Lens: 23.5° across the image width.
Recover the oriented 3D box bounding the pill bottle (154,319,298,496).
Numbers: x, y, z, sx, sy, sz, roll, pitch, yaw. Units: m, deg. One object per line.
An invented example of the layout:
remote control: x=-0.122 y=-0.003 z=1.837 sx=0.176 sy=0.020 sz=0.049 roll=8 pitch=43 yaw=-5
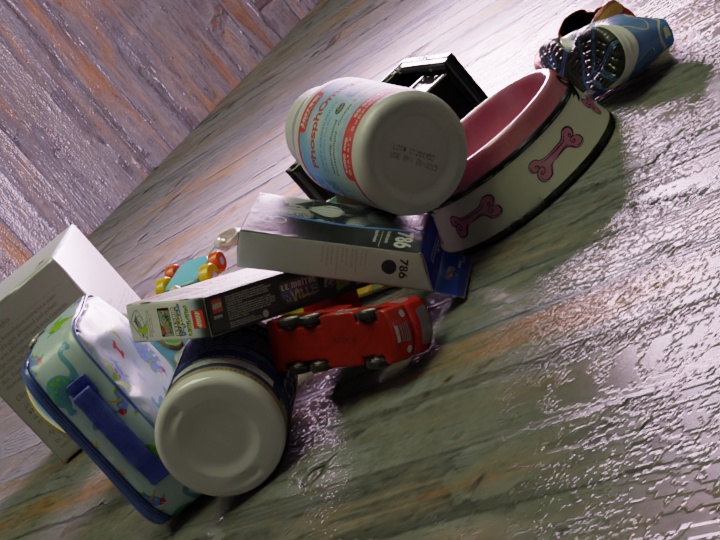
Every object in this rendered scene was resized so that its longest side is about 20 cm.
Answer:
pill bottle: x=-0.112 y=0.106 z=1.519 sx=0.111 sy=0.111 sz=0.200 roll=-38 pitch=13 yaw=14

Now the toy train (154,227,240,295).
toy train: x=-0.133 y=0.017 z=1.814 sx=0.150 sy=0.056 sz=0.200 roll=-31 pitch=21 yaw=-13

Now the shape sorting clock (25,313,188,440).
shape sorting clock: x=-0.242 y=0.109 z=1.774 sx=0.200 sy=0.199 sz=0.039 roll=-56 pitch=-15 yaw=-48

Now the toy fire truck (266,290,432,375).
toy fire truck: x=-0.002 y=0.048 z=1.484 sx=0.199 sy=0.049 sz=0.141 roll=-7 pitch=7 yaw=43

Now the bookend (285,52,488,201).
bookend: x=0.034 y=-0.144 z=1.970 sx=0.200 sy=0.092 sz=0.199 roll=-44 pitch=13 yaw=-6

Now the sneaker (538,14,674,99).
sneaker: x=0.232 y=-0.201 z=1.663 sx=0.077 sy=0.076 sz=0.200 roll=-21 pitch=8 yaw=-16

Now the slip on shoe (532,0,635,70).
slip on shoe: x=0.229 y=-0.239 z=1.785 sx=0.074 sy=0.061 sz=0.200 roll=-46 pitch=12 yaw=-13

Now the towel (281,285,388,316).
towel: x=0.000 y=0.000 z=1.713 sx=0.199 sy=0.018 sz=0.086 roll=-19 pitch=27 yaw=47

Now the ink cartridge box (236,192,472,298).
ink cartridge box: x=-0.001 y=-0.023 z=1.499 sx=0.100 sy=0.199 sz=0.039 roll=-73 pitch=-9 yaw=-67

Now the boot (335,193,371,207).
boot: x=0.049 y=-0.105 z=1.724 sx=0.200 sy=0.097 sz=0.075 roll=-33 pitch=8 yaw=-39

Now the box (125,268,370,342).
box: x=-0.094 y=0.020 z=1.518 sx=0.199 sy=0.035 sz=0.110 roll=-18 pitch=8 yaw=-43

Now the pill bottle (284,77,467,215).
pill bottle: x=0.006 y=-0.117 z=1.560 sx=0.109 sy=0.109 sz=0.200 roll=-44 pitch=25 yaw=-12

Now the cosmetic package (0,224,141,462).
cosmetic package: x=-0.355 y=0.085 z=2.107 sx=0.167 sy=0.200 sz=0.166 roll=-38 pitch=13 yaw=10

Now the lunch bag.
lunch bag: x=-0.212 y=0.123 z=1.555 sx=0.082 sy=0.200 sz=0.161 roll=-40 pitch=13 yaw=8

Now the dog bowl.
dog bowl: x=0.133 y=-0.106 z=1.595 sx=0.200 sy=0.074 sz=0.200 roll=-39 pitch=12 yaw=10

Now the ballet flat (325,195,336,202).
ballet flat: x=-0.029 y=-0.039 z=1.819 sx=0.199 sy=0.062 sz=0.068 roll=-27 pitch=55 yaw=42
